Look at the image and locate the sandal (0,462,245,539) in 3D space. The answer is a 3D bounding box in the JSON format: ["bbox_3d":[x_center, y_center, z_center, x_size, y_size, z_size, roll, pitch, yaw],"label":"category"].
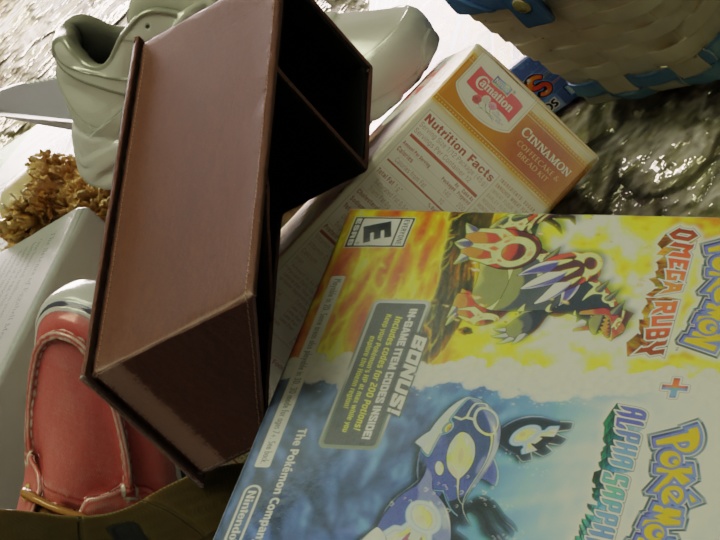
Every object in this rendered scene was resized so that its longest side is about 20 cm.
[{"bbox_3d":[-0.097,0.123,0.860,0.080,0.200,0.054,53,143,38],"label":"sandal"}]

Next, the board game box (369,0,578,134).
[{"bbox_3d":[0.060,-0.122,1.213,0.135,0.034,0.200,-35,26,25],"label":"board game box"}]

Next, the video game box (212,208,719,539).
[{"bbox_3d":[0.055,0.061,0.834,0.182,0.047,0.200,3,47,20],"label":"video game box"}]

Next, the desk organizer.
[{"bbox_3d":[-0.047,-0.023,0.916,0.077,0.072,0.200,-26,37,25],"label":"desk organizer"}]

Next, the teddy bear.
[{"bbox_3d":[-0.095,-0.034,1.218,0.145,0.200,0.067,124,134,-59],"label":"teddy bear"}]

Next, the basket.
[{"bbox_3d":[0.096,-0.180,1.039,0.139,0.200,0.176,-4,45,48],"label":"basket"}]

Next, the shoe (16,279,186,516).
[{"bbox_3d":[-0.111,0.109,0.934,0.071,0.200,0.091,12,33,31],"label":"shoe"}]

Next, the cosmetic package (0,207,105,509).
[{"bbox_3d":[-0.190,0.104,1.161,0.200,0.123,0.199,-26,31,41],"label":"cosmetic package"}]

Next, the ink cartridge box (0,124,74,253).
[{"bbox_3d":[-0.187,0.000,1.365,0.147,0.083,0.200,-29,29,32],"label":"ink cartridge box"}]

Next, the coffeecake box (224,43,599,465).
[{"bbox_3d":[0.000,0.000,1.024,0.200,0.073,0.154,-47,4,-1],"label":"coffeecake box"}]

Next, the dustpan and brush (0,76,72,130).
[{"bbox_3d":[-0.100,-0.100,1.330,0.140,0.200,0.057,7,90,31],"label":"dustpan and brush"}]

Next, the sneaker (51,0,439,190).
[{"bbox_3d":[-0.063,-0.100,1.081,0.200,0.099,0.078,-12,27,25],"label":"sneaker"}]
